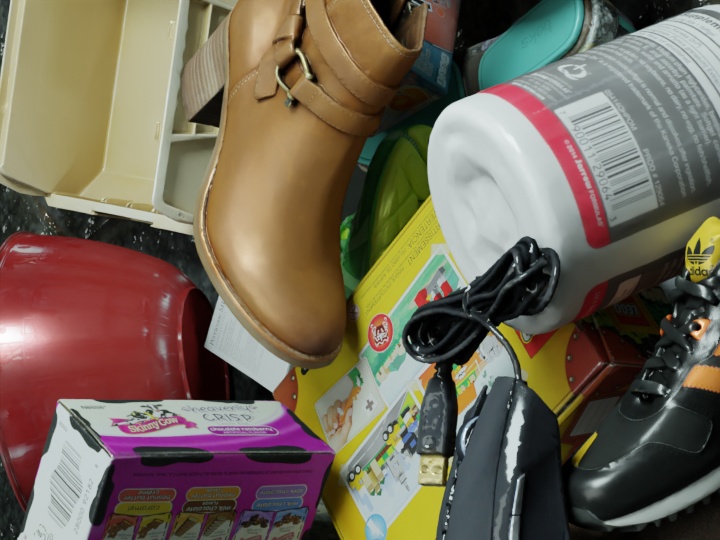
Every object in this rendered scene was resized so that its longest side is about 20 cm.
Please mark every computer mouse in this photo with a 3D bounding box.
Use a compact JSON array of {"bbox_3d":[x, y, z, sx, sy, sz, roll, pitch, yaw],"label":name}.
[{"bbox_3d":[0.043,0.093,0.890,0.140,0.046,0.200,148,122,-67],"label":"computer mouse"}]

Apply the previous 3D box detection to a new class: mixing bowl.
[{"bbox_3d":[-0.147,0.064,1.307,0.108,0.200,0.200,-10,75,12],"label":"mixing bowl"}]

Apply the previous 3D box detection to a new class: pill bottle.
[{"bbox_3d":[0.140,-0.055,0.948,0.111,0.200,0.111,50,152,39],"label":"pill bottle"}]

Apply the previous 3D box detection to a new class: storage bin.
[{"bbox_3d":[-0.146,-0.131,1.376,0.200,0.094,0.199,11,94,49],"label":"storage bin"}]

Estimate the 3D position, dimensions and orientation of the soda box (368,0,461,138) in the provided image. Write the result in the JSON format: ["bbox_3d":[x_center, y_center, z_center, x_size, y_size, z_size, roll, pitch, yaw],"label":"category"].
[{"bbox_3d":[0.016,-0.177,1.165,0.068,0.064,0.200,-28,43,44],"label":"soda box"}]

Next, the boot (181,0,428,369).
[{"bbox_3d":[-0.013,-0.067,1.045,0.155,0.077,0.200,-36,55,40],"label":"boot"}]

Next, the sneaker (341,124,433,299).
[{"bbox_3d":[0.000,0.000,1.159,0.084,0.074,0.200,35,135,23],"label":"sneaker"}]

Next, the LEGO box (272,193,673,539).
[{"bbox_3d":[0.059,0.058,1.053,0.200,0.077,0.149,-51,50,31],"label":"LEGO box"}]

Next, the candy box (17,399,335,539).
[{"bbox_3d":[-0.108,0.164,1.055,0.061,0.136,0.200,38,116,46],"label":"candy box"}]

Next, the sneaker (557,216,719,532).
[{"bbox_3d":[0.147,0.028,0.887,0.070,0.200,0.090,5,126,61],"label":"sneaker"}]

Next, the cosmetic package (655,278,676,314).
[{"bbox_3d":[0.113,0.056,1.090,0.200,0.052,0.151,42,114,43],"label":"cosmetic package"}]

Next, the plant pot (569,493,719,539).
[{"bbox_3d":[0.180,0.144,0.922,0.200,0.187,0.187,-44,53,16],"label":"plant pot"}]

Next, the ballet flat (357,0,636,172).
[{"bbox_3d":[0.076,-0.091,1.135,0.200,0.072,0.072,-25,67,46],"label":"ballet flat"}]

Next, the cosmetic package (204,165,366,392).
[{"bbox_3d":[-0.027,-0.030,1.259,0.083,0.051,0.200,30,107,43],"label":"cosmetic package"}]

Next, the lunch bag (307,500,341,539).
[{"bbox_3d":[-0.033,0.198,1.181,0.200,0.139,0.168,38,124,43],"label":"lunch bag"}]
